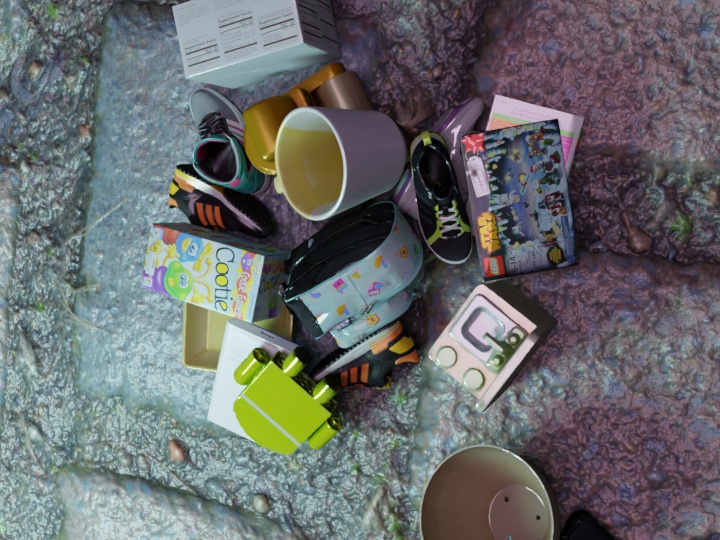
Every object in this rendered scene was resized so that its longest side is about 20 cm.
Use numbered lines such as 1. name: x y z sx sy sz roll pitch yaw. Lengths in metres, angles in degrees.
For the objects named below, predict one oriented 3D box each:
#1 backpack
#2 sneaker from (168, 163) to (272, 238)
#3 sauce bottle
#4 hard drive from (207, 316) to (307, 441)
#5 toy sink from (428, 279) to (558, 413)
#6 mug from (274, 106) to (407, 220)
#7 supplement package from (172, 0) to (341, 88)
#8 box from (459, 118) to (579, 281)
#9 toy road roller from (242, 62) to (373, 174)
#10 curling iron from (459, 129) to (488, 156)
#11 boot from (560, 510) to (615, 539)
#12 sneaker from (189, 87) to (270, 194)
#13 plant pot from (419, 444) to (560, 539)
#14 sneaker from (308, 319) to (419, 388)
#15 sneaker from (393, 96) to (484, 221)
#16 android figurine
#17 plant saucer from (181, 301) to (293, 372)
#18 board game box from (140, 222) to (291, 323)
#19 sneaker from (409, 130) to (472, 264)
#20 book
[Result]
1. backpack: 0.000 0.000 1.320 0.199 0.176 0.153 -37 110 18
2. sneaker: -0.229 -0.091 1.467 0.199 0.070 0.091 33 115 17
3. sauce bottle: 0.003 -0.135 1.375 0.066 0.066 0.200 45 106 12
4. hard drive: -0.166 0.180 1.428 0.130 0.025 0.202 23 122 10
5. toy sink: 0.180 0.096 1.250 0.112 0.200 0.131 38 105 14
6. mug: -0.028 -0.164 1.267 0.185 0.152 0.152 25 120 41
7. supplement package: -0.154 -0.361 1.371 0.197 0.155 0.113 -10 91 20
8. box: 0.218 -0.096 1.244 0.135 0.040 0.203 -10 96 6
9. toy road roller: -0.087 -0.220 1.360 0.198 0.146 0.124 -28 84 19
10. curling iron: 0.218 -0.125 1.271 0.200 0.026 0.050 43 119 4
11. boot: 0.366 0.400 1.262 0.168 0.076 0.200 46 113 8
12. sneaker: -0.230 -0.207 1.426 0.083 0.121 0.201 -38 80 18
13. plant pot: 0.200 0.353 1.280 0.198 0.134 0.204 -8 74 31
14. sneaker: 0.000 0.155 1.382 0.199 0.070 0.090 -36 97 24
15. sneaker: 0.133 -0.159 1.334 0.099 0.075 0.201 31 101 -8
16. android figurine: -0.116 0.203 1.377 0.181 0.041 0.200 40 125 -2
17. plant saucer: -0.189 0.065 1.465 0.197 0.048 0.204 5 95 21
18. board game box: -0.220 0.000 1.392 0.197 0.105 0.105 16 99 20
19. sneaker: 0.108 -0.096 1.267 0.071 0.083 0.203 -17 106 6
20. book: 0.232 -0.136 1.302 0.132 0.048 0.203 18 100 16
